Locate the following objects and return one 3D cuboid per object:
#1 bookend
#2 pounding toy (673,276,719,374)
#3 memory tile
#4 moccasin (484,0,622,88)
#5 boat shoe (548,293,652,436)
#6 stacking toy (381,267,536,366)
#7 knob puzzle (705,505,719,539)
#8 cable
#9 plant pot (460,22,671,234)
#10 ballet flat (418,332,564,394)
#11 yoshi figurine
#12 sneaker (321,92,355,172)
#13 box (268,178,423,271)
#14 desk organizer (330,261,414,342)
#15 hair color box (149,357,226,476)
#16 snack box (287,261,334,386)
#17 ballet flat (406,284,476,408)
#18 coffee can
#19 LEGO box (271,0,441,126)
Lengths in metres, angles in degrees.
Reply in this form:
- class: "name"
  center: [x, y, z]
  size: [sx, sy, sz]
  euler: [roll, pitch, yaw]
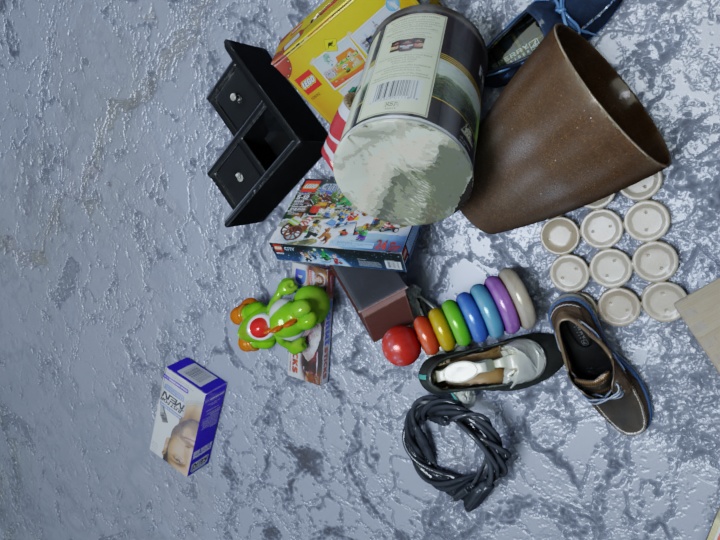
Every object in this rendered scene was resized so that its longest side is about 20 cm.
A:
- class: "bookend"
  center: [-0.181, -0.211, 0.887]
  size: [0.199, 0.092, 0.200]
  euler: [-41, 79, 30]
- class: "pounding toy"
  center: [0.456, 0.060, 0.542]
  size: [0.184, 0.199, 0.143]
  euler: [-39, 52, 30]
- class: "memory tile"
  center: [0.305, -0.028, 0.696]
  size: [0.153, 0.017, 0.201]
  euler: [-11, 95, 31]
- class: "moccasin"
  center: [0.220, -0.280, 0.660]
  size: [0.200, 0.068, 0.081]
  euler: [-38, 81, 30]
- class: "boat shoe"
  center: [0.290, 0.129, 0.694]
  size: [0.072, 0.072, 0.200]
  euler: [-33, 92, 32]
- class: "stacking toy"
  center: [0.123, 0.073, 0.737]
  size: [0.199, 0.085, 0.086]
  euler: [-25, 88, 5]
- class: "knob puzzle"
  center: [0.512, 0.290, 0.625]
  size: [0.219, 0.030, 0.221]
  euler: [3, 96, 33]
- class: "cable"
  center: [0.133, 0.250, 0.812]
  size: [0.163, 0.051, 0.201]
  euler: [43, 141, 29]
- class: "plant pot"
  center: [0.202, -0.134, 0.640]
  size: [0.200, 0.187, 0.187]
  euler: [-39, 81, 38]
- class: "ballet flat"
  center: [0.174, 0.127, 0.725]
  size: [0.199, 0.068, 0.068]
  euler: [-14, 80, 4]
- class: "yoshi figurine"
  center: [-0.118, 0.073, 0.899]
  size: [0.199, 0.112, 0.113]
  euler: [-15, 51, 47]
- class: "sneaker"
  center: [0.042, -0.146, 0.767]
  size: [0.199, 0.071, 0.113]
  euler: [28, 132, -11]
- class: "box"
  center: [-0.012, -0.069, 0.791]
  size: [0.199, 0.137, 0.038]
  euler: [5, 141, 23]
- class: "desk organizer"
  center: [0.000, 0.000, 0.805]
  size: [0.071, 0.077, 0.200]
  euler: [-27, 46, -5]
- class: "hair color box"
  center: [-0.339, 0.286, 1.098]
  size: [0.109, 0.065, 0.201]
  euler: [26, 113, 22]
- class: "snack box"
  center: [-0.083, 0.088, 0.933]
  size: [0.072, 0.024, 0.201]
  euler: [12, 106, 29]
- class: "ballet flat"
  center: [0.114, 0.104, 0.804]
  size: [0.072, 0.072, 0.200]
  euler: [-42, 79, 29]
- class: "coffee can"
  center: [0.061, -0.173, 0.624]
  size: [0.145, 0.201, 0.147]
  euler: [10, 145, 7]
- class: "LEGO box"
  center: [0.010, -0.286, 0.728]
  size: [0.199, 0.077, 0.149]
  euler: [-26, 128, 31]
